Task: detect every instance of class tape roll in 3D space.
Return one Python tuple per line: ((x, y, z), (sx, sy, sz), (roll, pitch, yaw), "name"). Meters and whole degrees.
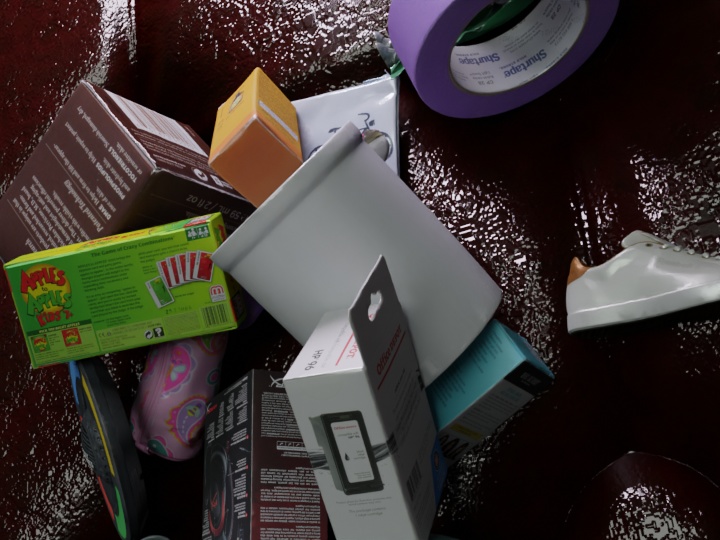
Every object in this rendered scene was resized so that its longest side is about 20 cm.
((0.127, -0.228, 0.971), (0.200, 0.200, 0.066), (-33, 60, 16), "tape roll")

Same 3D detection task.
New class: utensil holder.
((0.000, 0.000, 0.941), (0.200, 0.170, 0.170), (45, 99, -5), "utensil holder")

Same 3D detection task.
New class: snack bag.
((-0.041, -0.094, 1.125), (0.188, 0.021, 0.201), (-9, 72, 28), "snack bag")

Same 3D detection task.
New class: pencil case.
((-0.175, 0.084, 1.079), (0.087, 0.087, 0.201), (22, 101, 33), "pencil case")

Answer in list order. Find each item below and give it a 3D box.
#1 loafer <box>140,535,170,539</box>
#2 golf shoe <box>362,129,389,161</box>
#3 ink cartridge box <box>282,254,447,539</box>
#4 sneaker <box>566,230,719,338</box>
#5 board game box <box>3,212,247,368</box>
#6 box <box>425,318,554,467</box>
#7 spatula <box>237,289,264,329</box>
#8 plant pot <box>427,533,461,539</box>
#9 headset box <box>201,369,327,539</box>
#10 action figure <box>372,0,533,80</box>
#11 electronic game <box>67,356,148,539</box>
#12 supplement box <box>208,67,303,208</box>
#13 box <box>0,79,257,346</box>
((-0.166, 0.341, 0.993), (0.072, 0.063, 0.201), (-20, 82, -16), "loafer")
((-0.024, -0.042, 1.057), (0.092, 0.073, 0.200), (35, 94, 3), "golf shoe")
((0.003, 0.103, 0.829), (0.068, 0.116, 0.201), (-10, 110, 18), "ink cartridge box")
((0.262, -0.001, 0.895), (0.199, 0.073, 0.085), (-11, 71, 27), "sneaker")
((-0.215, 0.019, 1.006), (0.199, 0.048, 0.102), (-12, 101, 8), "board game box")
((0.069, 0.132, 0.953), (0.200, 0.082, 0.049), (-42, 59, 11), "box")
((-0.085, -0.030, 1.105), (0.056, 0.021, 0.200), (34, 98, 30), "spatula")
((0.026, 0.295, 0.870), (0.134, 0.200, 0.201), (15, 81, 49), "plant pot")
((-0.089, 0.205, 0.980), (0.149, 0.075, 0.201), (142, 131, -59), "headset box")
((0.108, -0.261, 1.070), (0.200, 0.055, 0.118), (-28, 27, 10), "action figure")
((-0.253, 0.171, 1.075), (0.041, 0.200, 0.200), (-17, 58, -21), "electronic game")
((-0.100, -0.133, 1.056), (0.067, 0.069, 0.200), (-44, 22, 13), "supplement box")
((-0.247, -0.054, 1.132), (0.200, 0.166, 0.164), (-52, 57, 14), "box")
